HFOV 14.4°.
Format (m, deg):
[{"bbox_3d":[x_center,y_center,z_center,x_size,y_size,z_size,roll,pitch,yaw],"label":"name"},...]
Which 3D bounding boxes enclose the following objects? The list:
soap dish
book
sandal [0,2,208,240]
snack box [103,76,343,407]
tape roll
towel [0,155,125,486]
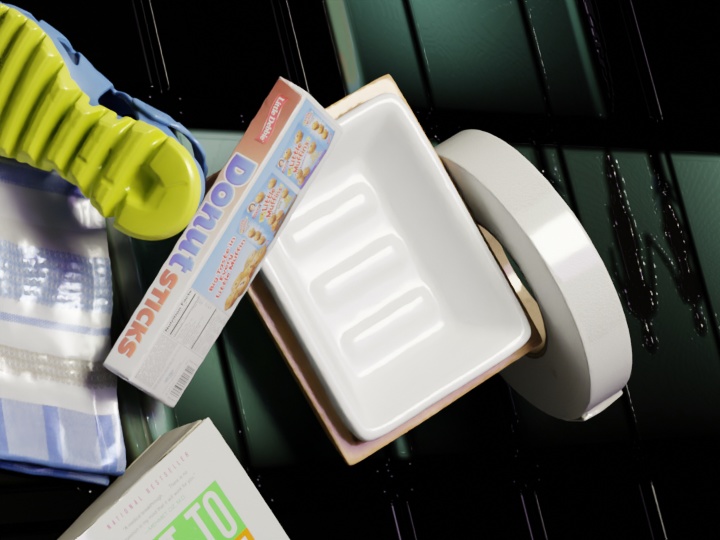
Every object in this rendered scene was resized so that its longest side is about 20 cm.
[{"bbox_3d":[0.000,0.000,1.803,0.157,0.081,0.200,-32,94,-21],"label":"soap dish"},{"bbox_3d":[-0.086,0.208,1.683,0.200,0.048,0.134,56,47,-11],"label":"book"},{"bbox_3d":[-0.165,-0.087,1.693,0.200,0.080,0.087,41,15,13],"label":"sandal"},{"bbox_3d":[-0.080,-0.015,1.700,0.200,0.024,0.072,-59,155,-4],"label":"snack box"},{"bbox_3d":[0.103,0.004,1.856,0.037,0.203,0.203,-32,95,-18],"label":"tape roll"},{"bbox_3d":[-0.202,0.021,1.668,0.147,0.024,0.200,13,62,-40],"label":"towel"}]
